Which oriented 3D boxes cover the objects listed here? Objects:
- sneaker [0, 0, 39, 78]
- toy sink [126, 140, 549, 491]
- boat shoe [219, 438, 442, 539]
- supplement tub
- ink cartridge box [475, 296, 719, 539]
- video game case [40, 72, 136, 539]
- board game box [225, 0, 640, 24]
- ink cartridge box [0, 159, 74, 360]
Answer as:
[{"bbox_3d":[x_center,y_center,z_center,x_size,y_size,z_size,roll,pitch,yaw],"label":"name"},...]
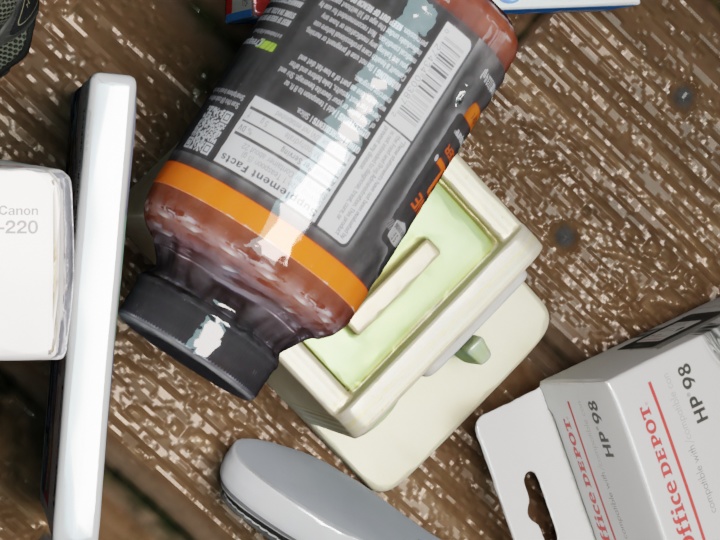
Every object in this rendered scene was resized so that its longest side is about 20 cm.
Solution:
[{"bbox_3d":[-0.236,-0.101,1.296,0.199,0.114,0.077,-17,70,13],"label":"sneaker"},{"bbox_3d":[0.000,0.000,1.341,0.130,0.112,0.200,-44,101,-9],"label":"toy sink"},{"bbox_3d":[0.008,0.155,1.377,0.199,0.070,0.066,30,107,-18],"label":"boat shoe"},{"bbox_3d":[-0.023,-0.045,1.229,0.107,0.107,0.200,34,83,-13],"label":"supplement tub"},{"bbox_3d":[0.167,0.086,1.388,0.199,0.067,0.116,-24,98,-28],"label":"ink cartridge box"},{"bbox_3d":[-0.123,0.015,1.273,0.023,0.182,0.201,4,91,-8],"label":"video game case"},{"bbox_3d":[0.032,-0.222,1.372,0.199,0.056,0.197,-4,93,-15],"label":"board game box"},{"bbox_3d":[-0.211,-0.009,1.239,0.145,0.200,0.085,0,92,-14],"label":"ink cartridge box"}]
